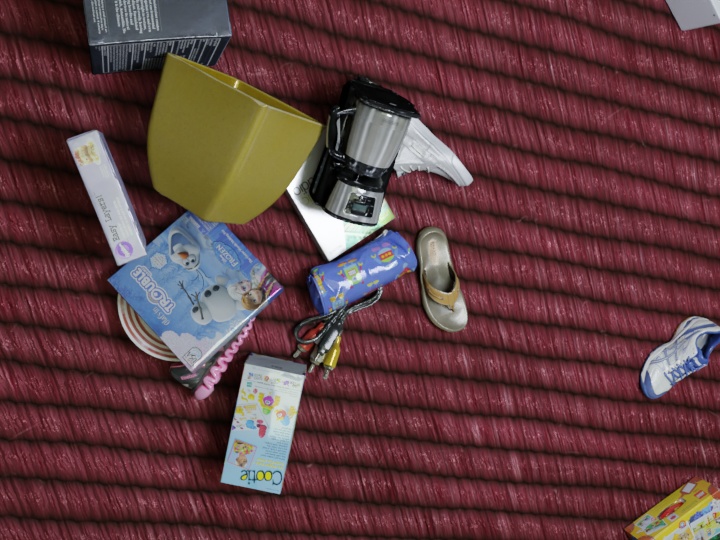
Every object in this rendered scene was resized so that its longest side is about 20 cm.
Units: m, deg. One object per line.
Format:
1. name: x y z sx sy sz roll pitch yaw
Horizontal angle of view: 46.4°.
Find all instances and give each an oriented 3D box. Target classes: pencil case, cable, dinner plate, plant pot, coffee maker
1. pencil case: 0.000 0.000 1.447 0.199 0.078 0.087 -27 94 -17
2. cable: -0.045 0.087 1.485 0.097 0.050 0.201 36 74 -2
3. dinner plate: -0.294 0.049 1.372 0.198 0.024 0.202 1 78 -7
4. plant pot: -0.207 -0.183 1.280 0.195 0.194 0.201 29 102 21
5. coffee maker: 0.006 -0.192 1.362 0.134 0.192 0.201 21 111 0

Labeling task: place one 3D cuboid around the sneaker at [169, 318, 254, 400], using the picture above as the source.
1. sneaker: -0.247 0.112 1.401 0.095 0.079 0.201 33 86 -7

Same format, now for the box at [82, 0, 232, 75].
1. box: -0.305 -0.374 1.239 0.197 0.200 0.124 -8 93 -17

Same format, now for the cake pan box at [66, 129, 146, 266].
1. cake pan box: -0.376 -0.110 1.266 0.052 0.184 0.202 -21 104 -9

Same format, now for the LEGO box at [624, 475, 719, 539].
1. LEGO box: 0.671 0.552 1.745 0.199 0.077 0.150 -32 106 -11

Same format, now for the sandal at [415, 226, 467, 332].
1. sandal: 0.148 0.020 1.517 0.080 0.054 0.202 -17 102 -15

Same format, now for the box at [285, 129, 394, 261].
1. box: -0.048 -0.137 1.443 0.144 0.036 0.201 -34 107 -10

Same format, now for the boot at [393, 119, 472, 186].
1. boot: 0.099 -0.195 1.471 0.200 0.074 0.096 42 90 -10

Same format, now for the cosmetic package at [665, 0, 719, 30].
1. cosmetic package: 0.656 -0.593 1.558 0.200 0.123 0.200 -38 107 -8

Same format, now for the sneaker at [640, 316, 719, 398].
1. sneaker: 0.642 0.177 1.680 0.075 0.088 0.200 40 86 -20

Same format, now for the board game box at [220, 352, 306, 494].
1. board game box: -0.161 0.254 1.416 0.104 0.103 0.202 12 93 -3

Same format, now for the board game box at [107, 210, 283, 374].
1. board game box: -0.262 0.025 1.347 0.199 0.043 0.200 -43 85 -13
